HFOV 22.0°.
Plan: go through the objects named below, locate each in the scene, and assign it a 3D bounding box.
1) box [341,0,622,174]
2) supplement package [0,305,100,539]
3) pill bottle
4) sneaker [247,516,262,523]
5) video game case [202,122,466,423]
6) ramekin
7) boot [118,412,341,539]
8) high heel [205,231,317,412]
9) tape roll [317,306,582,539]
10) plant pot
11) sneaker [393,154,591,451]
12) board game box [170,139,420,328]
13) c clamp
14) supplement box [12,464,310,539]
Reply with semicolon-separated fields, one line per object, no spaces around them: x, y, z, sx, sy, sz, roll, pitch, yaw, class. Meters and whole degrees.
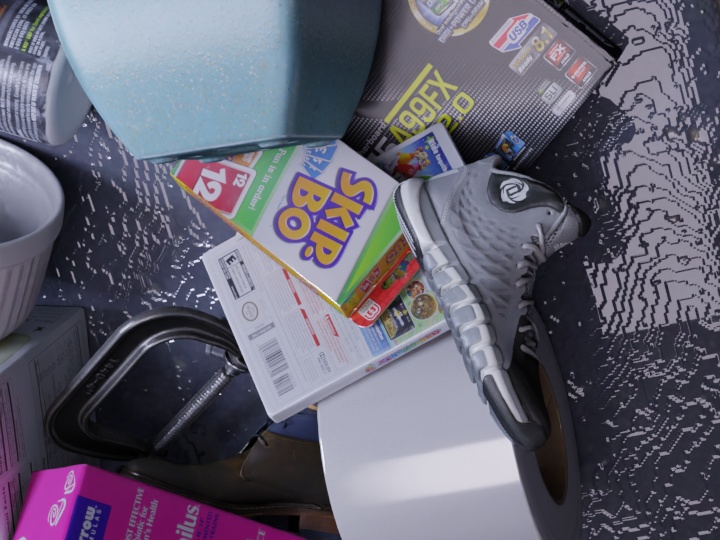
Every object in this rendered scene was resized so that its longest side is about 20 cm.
0.066;-0.130;1.339;0.160;0.044;0.200;40;112;0;box
-0.311;0.126;1.431;0.151;0.200;0.151;1;107;14;supplement package
-0.303;-0.169;1.391;0.199;0.106;0.107;17;110;9;pill bottle
-0.157;0.252;1.490;0.200;0.075;0.079;-31;86;20;sneaker
0.000;0.000;1.294;0.199;0.018;0.144;-29;60;6;video game case
-0.330;-0.021;1.399;0.199;0.200;0.105;18;119;9;ramekin
-0.084;0.144;1.420;0.199;0.075;0.097;14;82;-18;boot
-0.028;0.012;1.391;0.142;0.071;0.201;24;122;8;high heel
0.069;0.127;1.332;0.139;0.203;0.204;-11;103;18;tape roll
-0.094;-0.178;1.258;0.195;0.196;0.201;-6;91;20;plant pot
0.108;0.009;1.206;0.115;0.075;0.201;-24;73;-3;sneaker
-0.037;-0.049;1.306;0.200;0.030;0.096;38;83;27;board game box
-0.148;0.100;1.415;0.170;0.027;0.200;16;130;-31;c clamp
-0.149;0.220;1.354;0.199;0.103;0.102;22;70;-26;supplement box
